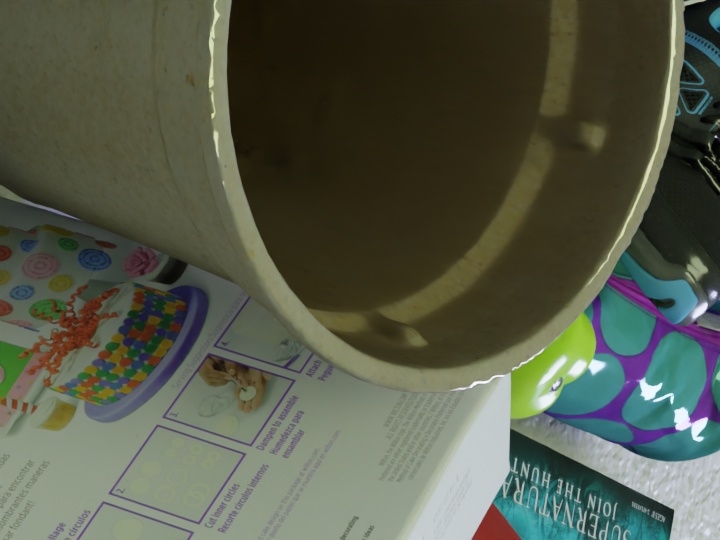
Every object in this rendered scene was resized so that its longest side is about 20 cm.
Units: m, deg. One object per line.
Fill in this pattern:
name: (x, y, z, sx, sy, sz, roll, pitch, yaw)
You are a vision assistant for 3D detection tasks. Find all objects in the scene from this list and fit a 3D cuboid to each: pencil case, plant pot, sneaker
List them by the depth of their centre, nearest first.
plant pot: (-0.033, -0.075, 0.797, 0.200, 0.183, 0.201, -10, 104, -45)
sneaker: (0.137, -0.057, 1.068, 0.073, 0.082, 0.200, 54, 22, -30)
pencil case: (0.094, 0.020, 1.115, 0.200, 0.092, 0.085, 25, 45, -49)

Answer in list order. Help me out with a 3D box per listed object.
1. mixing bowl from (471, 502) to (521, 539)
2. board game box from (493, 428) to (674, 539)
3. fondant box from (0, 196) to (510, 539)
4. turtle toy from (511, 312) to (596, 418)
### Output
mixing bowl: (-0.027, 0.113, 0.904, 0.200, 0.200, 0.109, -1, 70, -52)
board game box: (0.072, 0.147, 1.143, 0.200, 0.028, 0.136, 27, 68, -49)
fondant box: (-0.070, 0.063, 0.806, 0.058, 0.200, 0.144, 89, 26, -43)
turtle toy: (0.000, 0.000, 0.958, 0.200, 0.101, 0.146, 23, 79, -38)
